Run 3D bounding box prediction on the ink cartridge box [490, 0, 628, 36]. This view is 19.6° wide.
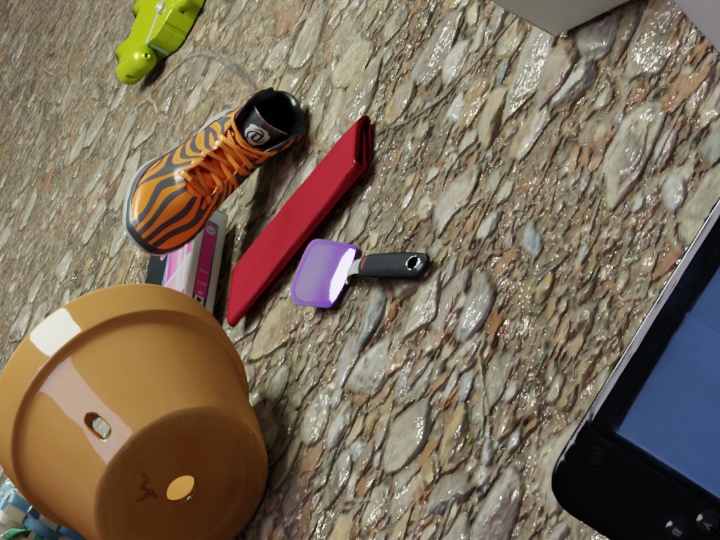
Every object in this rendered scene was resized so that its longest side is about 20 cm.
[{"bbox_3d":[0.162,-0.273,1.389,0.146,0.084,0.201,-20,47,61],"label":"ink cartridge box"}]

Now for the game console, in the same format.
[{"bbox_3d":[0.194,0.066,0.882,0.200,0.172,0.119,-59,-5,10],"label":"game console"}]

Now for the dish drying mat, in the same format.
[{"bbox_3d":[-0.051,-0.039,1.706,0.200,0.018,0.077,-50,24,33],"label":"dish drying mat"}]

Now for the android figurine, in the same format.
[{"bbox_3d":[-0.225,-0.300,2.387,0.200,0.041,0.183,-20,47,63],"label":"android figurine"}]

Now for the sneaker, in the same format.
[{"bbox_3d":[-0.123,-0.098,1.801,0.112,0.078,0.200,-32,16,50],"label":"sneaker"}]

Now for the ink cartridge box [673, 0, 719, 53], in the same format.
[{"bbox_3d":[0.237,-0.168,0.951,0.129,0.125,0.200,-45,-7,36],"label":"ink cartridge box"}]

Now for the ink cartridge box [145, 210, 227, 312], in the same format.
[{"bbox_3d":[-0.163,0.040,1.832,0.095,0.037,0.200,-45,29,38],"label":"ink cartridge box"}]

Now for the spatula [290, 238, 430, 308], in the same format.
[{"bbox_3d":[0.000,0.000,1.535,0.200,0.021,0.057,-5,59,65],"label":"spatula"}]

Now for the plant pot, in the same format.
[{"bbox_3d":[-0.157,0.130,1.547,0.200,0.200,0.140,-59,39,10],"label":"plant pot"}]

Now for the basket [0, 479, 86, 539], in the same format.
[{"bbox_3d":[-0.277,0.278,1.647,0.200,0.176,0.139,-61,11,-3],"label":"basket"}]
